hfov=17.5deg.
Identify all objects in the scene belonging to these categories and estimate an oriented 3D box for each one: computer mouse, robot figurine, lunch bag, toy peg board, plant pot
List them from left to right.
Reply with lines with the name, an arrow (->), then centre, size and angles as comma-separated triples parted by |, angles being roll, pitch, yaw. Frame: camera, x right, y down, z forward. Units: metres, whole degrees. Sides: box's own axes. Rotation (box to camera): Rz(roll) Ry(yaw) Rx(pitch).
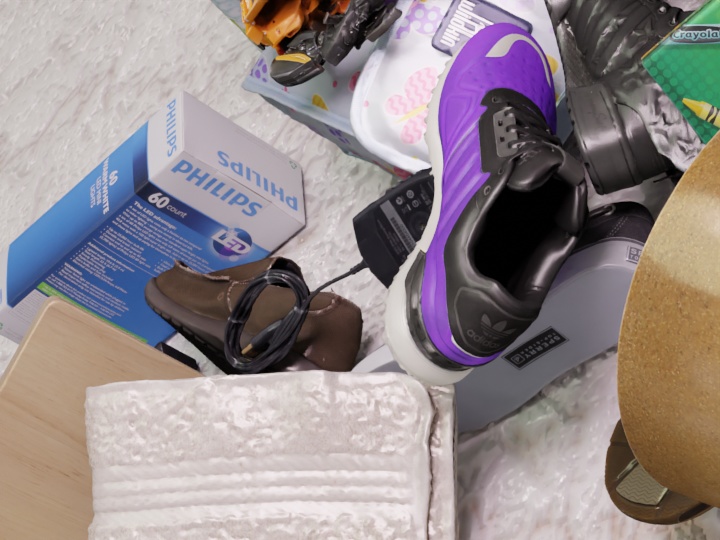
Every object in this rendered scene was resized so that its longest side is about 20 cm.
toy peg board -> -0.136, 0.142, 1.288 | 0.199, 0.200, 0.098 | -61, 14, -1
computer mouse -> 0.000, 0.000, 1.249 | 0.200, 0.059, 0.034 | -31, -1, 34
robot figurine -> 0.001, -0.192, 1.251 | 0.200, 0.058, 0.145 | -42, 35, 26
lunch bag -> 0.054, -0.130, 1.300 | 0.200, 0.127, 0.170 | 31, 91, 47
plant pot -> 0.232, 0.043, 0.888 | 0.200, 0.186, 0.187 | 30, 89, 43

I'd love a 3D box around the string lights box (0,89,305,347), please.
string lights box -> -0.139, -0.016, 1.486 | 0.200, 0.103, 0.059 | -38, 37, 29

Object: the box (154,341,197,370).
box -> -0.165, 0.158, 1.444 | 0.200, 0.036, 0.143 | -47, 34, 20

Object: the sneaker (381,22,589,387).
sneaker -> 0.077, -0.044, 1.130 | 0.099, 0.069, 0.200 | -33, 38, 52

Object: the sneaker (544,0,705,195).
sneaker -> 0.152, -0.106, 1.158 | 0.104, 0.060, 0.200 | -17, 56, 13

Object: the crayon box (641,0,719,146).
crayon box -> 0.212, -0.117, 1.023 | 0.119, 0.058, 0.200 | -41, -8, 26

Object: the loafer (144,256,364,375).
loafer -> -0.056, 0.028, 1.381 | 0.071, 0.073, 0.200 | -53, 36, -10

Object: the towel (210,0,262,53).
towel -> -0.070, -0.230, 1.476 | 0.048, 0.200, 0.171 | -18, 48, 29

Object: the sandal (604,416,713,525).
sandal -> 0.187, 0.038, 1.052 | 0.082, 0.055, 0.200 | 11, 59, 50

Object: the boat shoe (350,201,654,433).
boat shoe -> 0.073, 0.022, 1.203 | 0.200, 0.070, 0.066 | -33, 33, 34

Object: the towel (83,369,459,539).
towel -> -0.047, 0.119, 1.189 | 0.200, 0.034, 0.133 | -4, 81, 13
